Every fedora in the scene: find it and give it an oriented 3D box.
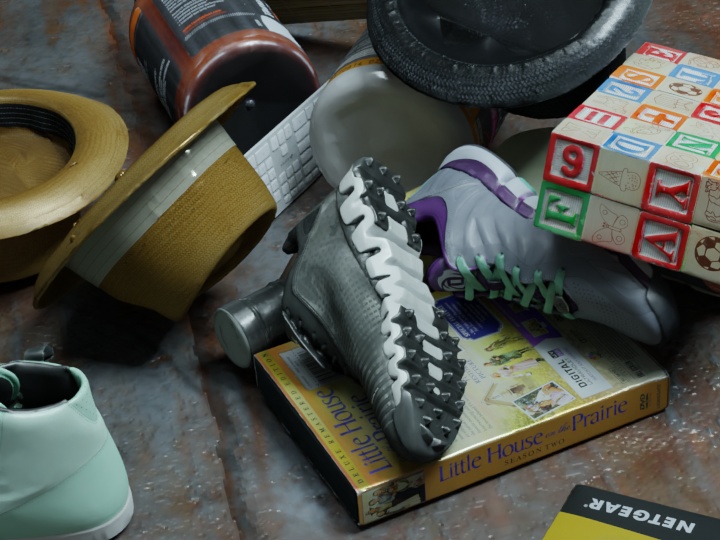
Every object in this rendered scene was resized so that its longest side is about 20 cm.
[{"bbox_3d":[-0.112,-0.026,1.191,0.082,0.201,0.201,45,46,-1],"label":"fedora"},{"bbox_3d":[-0.242,-0.049,1.306,0.200,0.082,0.201,-5,32,3],"label":"fedora"},{"bbox_3d":[0.103,-0.159,1.238,0.200,0.092,0.201,-14,51,17],"label":"fedora"}]

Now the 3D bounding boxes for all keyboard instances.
[{"bbox_3d":[-0.027,-0.099,1.367,0.011,0.056,0.200,13,38,28],"label":"keyboard"}]

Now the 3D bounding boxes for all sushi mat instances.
[{"bbox_3d":[-0.037,-0.219,1.486,0.200,0.096,0.012,2,60,37],"label":"sushi mat"}]

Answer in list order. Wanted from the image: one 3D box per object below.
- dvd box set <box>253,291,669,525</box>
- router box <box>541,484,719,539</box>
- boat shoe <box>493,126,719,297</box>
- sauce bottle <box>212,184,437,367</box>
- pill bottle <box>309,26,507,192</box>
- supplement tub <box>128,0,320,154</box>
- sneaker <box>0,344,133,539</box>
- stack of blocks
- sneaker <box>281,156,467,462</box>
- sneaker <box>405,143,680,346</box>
[{"bbox_3d":[0.057,0.065,1.130,0.200,0.029,0.146,-19,36,-19],"label":"dvd box set"},{"bbox_3d":[0.163,0.188,0.909,0.200,0.052,0.157,11,38,25],"label":"router box"},{"bbox_3d":[0.172,-0.033,1.216,0.200,0.063,0.071,20,69,28],"label":"boat shoe"},{"bbox_3d":[0.000,0.000,1.208,0.200,0.065,0.065,-26,38,-26],"label":"sauce bottle"},{"bbox_3d":[0.049,-0.132,1.349,0.116,0.117,0.200,6,36,19],"label":"pill bottle"},{"bbox_3d":[-0.108,-0.161,1.429,0.107,0.107,0.200,-16,35,-14],"label":"supplement tub"},{"bbox_3d":[-0.231,0.101,1.050,0.200,0.118,0.074,-11,35,-3],"label":"sneaker"},{"bbox_3d":[0.188,-0.067,1.127,0.115,0.059,0.200,17,27,17],"label":"stack of blocks"},{"bbox_3d":[0.001,0.034,1.102,0.090,0.066,0.200,-34,49,24],"label":"sneaker"},{"bbox_3d":[0.094,0.004,1.133,0.087,0.075,0.200,-36,44,-18],"label":"sneaker"}]
